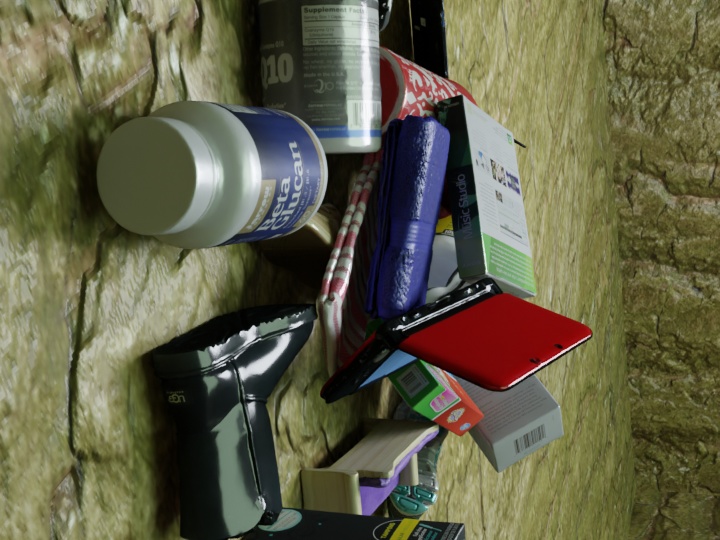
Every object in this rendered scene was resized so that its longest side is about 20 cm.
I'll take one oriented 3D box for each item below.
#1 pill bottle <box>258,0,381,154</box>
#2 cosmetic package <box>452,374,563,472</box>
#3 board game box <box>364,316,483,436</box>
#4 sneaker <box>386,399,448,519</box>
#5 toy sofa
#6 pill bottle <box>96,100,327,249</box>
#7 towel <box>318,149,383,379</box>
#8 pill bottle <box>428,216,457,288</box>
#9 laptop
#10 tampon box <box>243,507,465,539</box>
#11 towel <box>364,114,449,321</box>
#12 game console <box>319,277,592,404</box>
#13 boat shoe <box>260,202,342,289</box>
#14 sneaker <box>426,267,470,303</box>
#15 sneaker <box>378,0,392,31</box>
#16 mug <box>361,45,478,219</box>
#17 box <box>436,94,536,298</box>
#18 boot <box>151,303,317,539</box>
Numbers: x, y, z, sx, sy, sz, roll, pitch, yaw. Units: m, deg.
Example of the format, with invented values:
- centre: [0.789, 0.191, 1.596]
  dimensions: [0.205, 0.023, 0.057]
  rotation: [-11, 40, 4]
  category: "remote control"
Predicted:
- centre: [-0.038, -0.209, 1.017]
  dimensions: [0.114, 0.114, 0.200]
  rotation: [-15, 104, -68]
  category: "pill bottle"
- centre: [0.161, 0.146, 1.381]
  dimensions: [0.200, 0.101, 0.071]
  rotation: [55, -11, 40]
  category: "cosmetic package"
- centre: [0.060, 0.108, 1.252]
  dimensions: [0.153, 0.040, 0.200]
  rotation: [52, 5, 25]
  category: "board game box"
- centre: [0.066, 0.244, 1.378]
  dimensions: [0.200, 0.078, 0.091]
  rotation: [-70, 174, -47]
  category: "sneaker"
- centre: [0.018, 0.230, 1.195]
  dimensions: [0.200, 0.098, 0.083]
  rotation: [-26, 114, -67]
  category: "toy sofa"
- centre: [-0.112, -0.073, 0.835]
  dimensions: [0.200, 0.111, 0.111]
  rotation: [-15, 104, -68]
  category: "pill bottle"
- centre: [0.000, 0.000, 1.060]
  dimensions: [0.146, 0.030, 0.200]
  rotation: [82, 20, -52]
  category: "towel"
- centre: [0.134, -0.025, 1.466]
  dimensions: [0.200, 0.112, 0.112]
  rotation: [-50, 136, -59]
  category: "pill bottle"
- centre: [0.134, -0.262, 1.383]
  dimensions: [0.177, 0.103, 0.200]
  rotation: [-122, -155, -72]
  category: "laptop"
- centre: [-0.015, 0.307, 0.968]
  dimensions: [0.150, 0.200, 0.126]
  rotation: [-44, 130, -63]
  category: "tampon box"
- centre: [0.045, -0.050, 1.075]
  dimensions: [0.148, 0.050, 0.200]
  rotation: [-3, 102, -79]
  category: "towel"
- centre: [0.092, 0.088, 1.029]
  dimensions: [0.119, 0.172, 0.200]
  rotation: [52, 36, 14]
  category: "game console"
- centre: [-0.050, -0.034, 1.062]
  dimensions: [0.200, 0.071, 0.065]
  rotation: [57, 33, -71]
  category: "boat shoe"
- centre: [0.149, 0.049, 1.268]
  dimensions: [0.200, 0.115, 0.076]
  rotation: [-32, 136, -54]
  category: "sneaker"
- centre: [0.009, -0.367, 1.199]
  dimensions: [0.091, 0.066, 0.200]
  rotation: [-51, 134, -55]
  category: "sneaker"
- centre: [0.054, -0.161, 1.199]
  dimensions: [0.133, 0.178, 0.200]
  rotation: [-49, 157, 13]
  category: "mug"
- centre: [0.138, -0.075, 1.182]
  dimensions: [0.144, 0.036, 0.200]
  rotation: [21, 58, -58]
  category: "box"
- centre: [-0.096, 0.125, 0.922]
  dimensions: [0.200, 0.076, 0.168]
  rotation: [-26, 111, -59]
  category: "boot"
